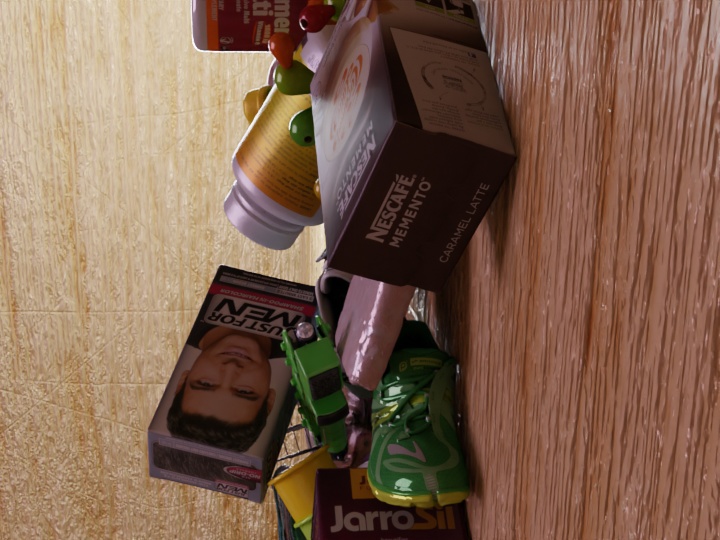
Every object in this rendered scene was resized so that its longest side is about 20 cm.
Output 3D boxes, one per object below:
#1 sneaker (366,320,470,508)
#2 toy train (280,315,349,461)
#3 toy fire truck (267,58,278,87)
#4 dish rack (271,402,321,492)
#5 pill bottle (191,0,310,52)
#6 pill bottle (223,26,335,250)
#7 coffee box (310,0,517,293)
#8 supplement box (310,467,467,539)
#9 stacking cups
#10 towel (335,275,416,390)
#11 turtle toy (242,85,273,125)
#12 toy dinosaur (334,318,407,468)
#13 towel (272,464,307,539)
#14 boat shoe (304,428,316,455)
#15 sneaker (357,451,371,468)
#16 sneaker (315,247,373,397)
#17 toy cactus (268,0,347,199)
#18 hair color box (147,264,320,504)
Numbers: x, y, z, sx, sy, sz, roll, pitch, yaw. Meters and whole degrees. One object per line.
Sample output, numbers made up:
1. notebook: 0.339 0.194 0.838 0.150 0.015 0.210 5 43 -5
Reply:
1. sneaker: 0.037 0.102 1.011 0.201 0.073 0.085 -101 7 -64
2. toy train: -0.030 0.100 1.115 0.201 0.041 0.057 82 163 -62
3. toy fire truck: -0.022 -0.167 1.505 0.168 0.111 0.203 160 109 -65
4. dish rack: -0.063 0.114 1.316 0.153 0.054 0.203 0 -110 -69
5. pill bottle: -0.061 -0.262 1.314 0.110 0.197 0.111 179 90 -85
6. pill bottle: -0.045 -0.119 1.265 0.201 0.108 0.110 -55 22 24
7. coffee box: 0.027 -0.099 0.887 0.201 0.079 0.115 -98 28 -50
8. supplement box: 0.024 0.242 0.980 0.202 0.108 0.086 -97 8 -47
9. stacking cups: 0.000 0.240 1.106 0.202 0.060 0.061 59 172 2
10. towel: 0.026 -0.022 1.049 0.191 0.032 0.203 -131 57 -84
11. turtle toy: -0.023 -0.120 1.373 0.101 0.144 0.203 -47 -55 -65
12. toy dinosaur: 0.016 0.104 1.244 0.135 0.085 0.203 -158 83 -73
13. towel: -0.005 0.269 1.185 0.200 0.022 0.147 50 -168 -25
14. boat shoe: -0.004 0.101 1.407 0.062 0.072 0.203 -3 -73 -62
15. sneaker: 0.039 0.200 1.141 0.100 0.074 0.201 62 161 23
16. sneaker: 0.000 0.000 1.208 0.089 0.073 0.203 47 -144 -53
17. toy cactus: 0.007 -0.152 1.063 0.165 0.101 0.202 -49 -34 -31
18. hair color box: -0.102 0.091 1.172 0.201 0.097 0.061 -72 -8 -45
